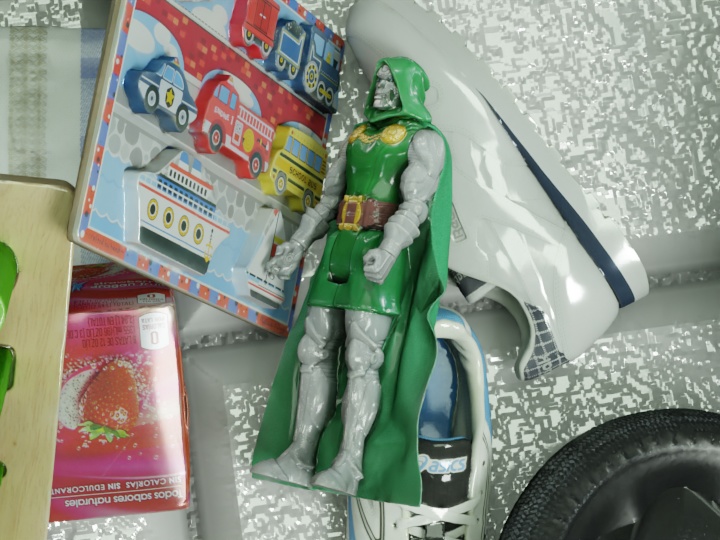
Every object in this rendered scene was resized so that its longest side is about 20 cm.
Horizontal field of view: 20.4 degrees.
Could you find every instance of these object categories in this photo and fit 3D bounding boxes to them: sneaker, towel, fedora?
[{"bbox_3d":[0.050,-0.044,0.959,0.080,0.076,0.200,-39,85,-1],"label":"sneaker"},{"bbox_3d":[0.028,0.115,0.929,0.071,0.072,0.202,-1,82,-7],"label":"sneaker"},{"bbox_3d":[-0.191,-0.044,0.957,0.198,0.024,0.148,-2,81,-6],"label":"towel"},{"bbox_3d":[0.138,0.166,0.910,0.199,0.092,0.202,6,61,-11],"label":"fedora"}]

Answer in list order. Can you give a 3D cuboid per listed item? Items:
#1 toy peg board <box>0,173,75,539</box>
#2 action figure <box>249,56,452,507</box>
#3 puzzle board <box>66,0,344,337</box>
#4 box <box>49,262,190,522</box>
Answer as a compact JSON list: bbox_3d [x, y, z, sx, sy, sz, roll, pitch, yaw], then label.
[{"bbox_3d":[-0.219,0.062,0.787,0.197,0.098,0.202,5,101,-8],"label":"toy peg board"},{"bbox_3d":[0.000,0.000,0.911,0.054,0.117,0.202,21,77,-44],"label":"action figure"},{"bbox_3d":[-0.059,-0.063,0.893,0.017,0.200,0.152,5,79,25],"label":"puzzle board"},{"bbox_3d":[-0.177,0.057,0.893,0.198,0.100,0.096,-5,103,-7],"label":"box"}]
